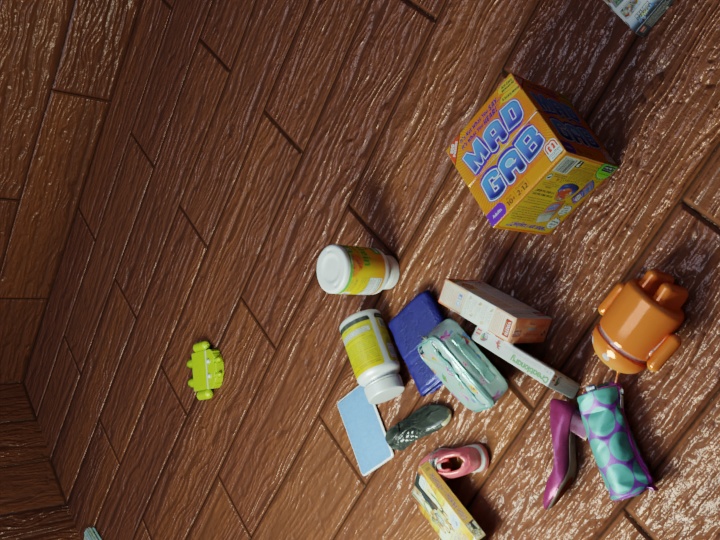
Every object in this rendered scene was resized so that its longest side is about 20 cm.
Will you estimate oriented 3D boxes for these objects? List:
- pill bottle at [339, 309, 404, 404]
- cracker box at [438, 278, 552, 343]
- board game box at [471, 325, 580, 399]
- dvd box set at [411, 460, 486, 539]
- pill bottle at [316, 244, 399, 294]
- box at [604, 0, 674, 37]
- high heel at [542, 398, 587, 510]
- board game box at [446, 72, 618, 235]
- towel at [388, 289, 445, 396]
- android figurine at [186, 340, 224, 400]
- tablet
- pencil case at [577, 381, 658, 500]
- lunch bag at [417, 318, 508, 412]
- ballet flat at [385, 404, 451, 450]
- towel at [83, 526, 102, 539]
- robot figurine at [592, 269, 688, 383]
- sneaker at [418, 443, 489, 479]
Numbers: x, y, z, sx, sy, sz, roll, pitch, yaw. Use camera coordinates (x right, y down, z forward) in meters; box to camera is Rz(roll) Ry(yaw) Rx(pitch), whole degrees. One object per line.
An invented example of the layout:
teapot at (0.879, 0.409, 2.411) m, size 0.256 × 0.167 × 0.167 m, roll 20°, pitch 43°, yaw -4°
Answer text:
pill bottle at (0.030, 0.208, 1.813) m, size 0.114 × 0.112 × 0.204 m, roll -40°, pitch 60°, yaw 37°
cracker box at (0.275, 0.082, 1.542) m, size 0.198 × 0.132 × 0.059 m, roll 31°, pitch 108°, yaw 43°
board game box at (0.325, 0.180, 1.487) m, size 0.198 × 0.125 × 0.035 m, roll 32°, pitch 92°, yaw 43°
dvd box set at (0.187, 0.533, 1.635) m, size 0.201 × 0.029 × 0.148 m, roll 49°, pitch 149°, yaw 32°
pill bottle at (0.000, 0.000, 1.794) m, size 0.109 × 0.197 × 0.115 m, roll -3°, pitch 85°, yaw 45°
box at (0.543, -0.542, 1.358) m, size 0.201 × 0.034 × 0.111 m, roll -51°, pitch 54°, yaw 32°
high heel at (0.378, 0.357, 1.463) m, size 0.095 × 0.067 × 0.204 m, roll 27°, pitch 93°, yaw 34°
board game box at (0.329, -0.216, 1.452) m, size 0.200 × 0.197 × 0.203 m, roll -48°, pitch 56°, yaw 33°
towel at (0.155, 0.167, 1.734) m, size 0.147 × 0.049 × 0.203 m, roll -43°, pitch 58°, yaw 29°
android figurine at (-0.503, 0.324, 2.435) m, size 0.197 × 0.040 × 0.188 m, roll -15°, pitch 77°, yaw 47°
tablet at (0.011, 0.398, 1.896) m, size 0.130 × 0.013 × 0.204 m, roll -42°, pitch 60°, yaw 37°
pencil case at (0.463, 0.306, 1.363) m, size 0.092 × 0.084 × 0.205 m, roll -31°, pitch 66°, yaw 41°
lunch bag at (0.208, 0.198, 1.558) m, size 0.200 × 0.077 × 0.161 m, roll 48°, pitch 165°, yaw 3°
ballet flat at (0.139, 0.364, 1.747) m, size 0.198 × 0.056 × 0.068 m, roll -34°, pitch 37°, yaw 35°
towel at (-1.053, 1.146, 2.980) m, size 0.199 × 0.047 × 0.175 m, roll 35°, pitch 116°, yaw 42°
robot figurine at (0.488, 0.098, 1.324) m, size 0.143 × 0.116 × 0.203 m, roll 36°, pitch 116°, yaw 15°
sneaker at (0.186, 0.423, 1.654) m, size 0.198 × 0.085 × 0.076 m, roll -30°, pitch 66°, yaw 42°
